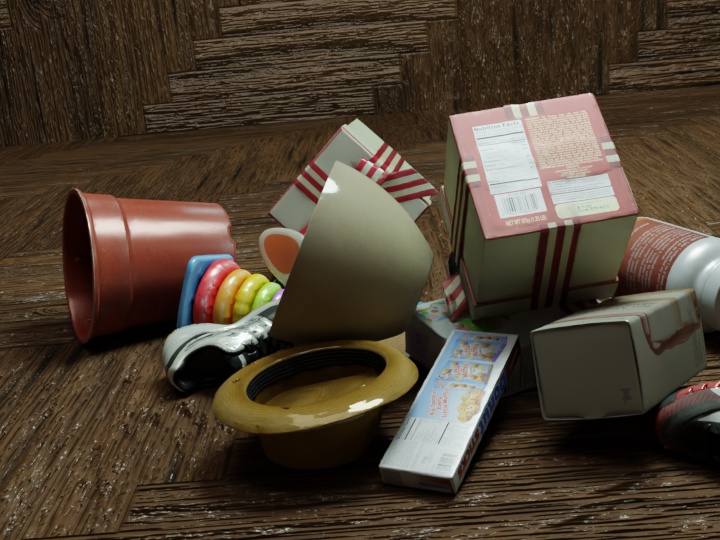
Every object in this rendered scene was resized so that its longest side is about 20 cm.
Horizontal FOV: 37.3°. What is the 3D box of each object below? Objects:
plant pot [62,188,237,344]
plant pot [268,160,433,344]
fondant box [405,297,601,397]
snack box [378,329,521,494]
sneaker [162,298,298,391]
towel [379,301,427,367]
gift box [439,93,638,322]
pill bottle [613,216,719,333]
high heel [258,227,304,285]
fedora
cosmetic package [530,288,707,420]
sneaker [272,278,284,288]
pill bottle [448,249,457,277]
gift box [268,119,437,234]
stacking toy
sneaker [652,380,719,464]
[{"bbox_3d":[-0.277,-0.012,1.411,0.195,0.201,0.201,-4,15,-25],"label":"plant pot"},{"bbox_3d":[0.000,0.000,1.136,0.134,0.201,0.200,21,18,-1],"label":"plant pot"},{"bbox_3d":[0.169,0.070,1.181,0.200,0.058,0.144,-13,26,-27],"label":"fondant box"},{"bbox_3d":[0.088,0.126,1.002,0.072,0.024,0.200,3,36,27],"label":"snack box"},{"bbox_3d":[-0.125,0.092,1.211,0.200,0.076,0.088,-18,25,-2],"label":"sneaker"},{"bbox_3d":[0.047,0.076,1.287,0.146,0.022,0.200,6,20,35],"label":"towel"},{"bbox_3d":[0.176,-0.047,1.126,0.184,0.187,0.200,-6,60,-1],"label":"gift box"},{"bbox_3d":[0.380,0.009,1.252,0.112,0.112,0.200,-12,18,-21],"label":"pill bottle"},{"bbox_3d":[-0.038,0.009,1.325,0.200,0.068,0.096,36,11,29],"label":"high heel"},{"bbox_3d":[-0.038,0.134,1.017,0.200,0.082,0.201,-7,19,2],"label":"fedora"},{"bbox_3d":[0.253,0.077,1.027,0.103,0.087,0.200,-8,3,33],"label":"cosmetic package"},{"bbox_3d":[-0.020,0.028,1.419,0.199,0.071,0.093,-16,-20,13],"label":"sneaker"},{"bbox_3d":[0.208,-0.029,1.329,0.200,0.112,0.112,-28,-3,44],"label":"pill bottle"},{"bbox_3d":[0.006,-0.094,1.514,0.200,0.185,0.187,37,15,-1],"label":"gift box"},{"bbox_3d":[-0.116,0.051,1.305,0.200,0.110,0.116,12,6,19],"label":"stacking toy"},{"bbox_3d":[0.334,0.142,0.894,0.200,0.071,0.098,-1,26,38],"label":"sneaker"}]
